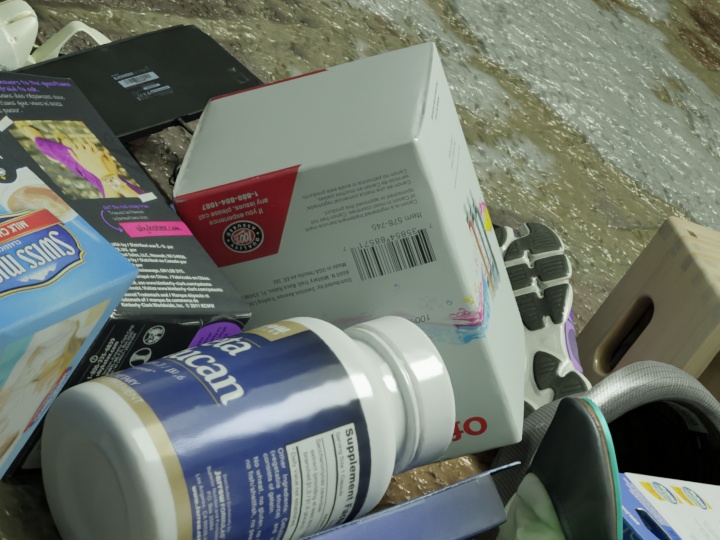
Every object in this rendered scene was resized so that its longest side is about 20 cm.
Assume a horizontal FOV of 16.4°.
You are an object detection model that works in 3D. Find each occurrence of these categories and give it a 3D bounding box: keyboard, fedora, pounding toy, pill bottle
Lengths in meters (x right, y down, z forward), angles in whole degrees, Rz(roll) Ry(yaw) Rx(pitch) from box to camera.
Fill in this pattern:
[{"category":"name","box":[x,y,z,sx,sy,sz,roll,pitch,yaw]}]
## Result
[{"category":"keyboard","box":[-0.125,-0.098,1.563,0.127,0.021,0.200,41,34,18]},{"category":"fedora","box":[0.132,0.139,1.472,0.090,0.200,0.177,15,-41,49]},{"category":"pounding toy","box":[0.256,0.044,1.706,0.184,0.200,0.142,17,30,-34]},{"category":"pill bottle","box":[-0.053,0.087,1.280,0.200,0.111,0.111,-17,53,-34]}]

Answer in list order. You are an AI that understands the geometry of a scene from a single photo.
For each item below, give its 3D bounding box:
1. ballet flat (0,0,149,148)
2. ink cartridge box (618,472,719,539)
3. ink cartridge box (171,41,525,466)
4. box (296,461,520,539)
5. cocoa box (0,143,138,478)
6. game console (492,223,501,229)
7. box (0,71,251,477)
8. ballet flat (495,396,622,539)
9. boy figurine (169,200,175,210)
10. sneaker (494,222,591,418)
[{"category":"ballet flat","box":[-0.205,-0.132,1.593,0.200,0.071,0.069,14,31,-38]},{"category":"ink cartridge box","box":[0.218,0.167,1.405,0.200,0.042,0.119,13,24,-37]},{"category":"ink cartridge box","box":[0.000,0.000,1.430,0.145,0.145,0.200,-80,154,-63]},{"category":"box","box":[-0.011,0.145,1.259,0.200,0.121,0.032,-16,81,-49]},{"category":"cocoa box","box":[-0.220,0.044,1.109,0.131,0.200,0.133,41,25,11]},{"category":"game console","box":[-0.001,-0.002,1.665,0.200,0.119,0.171,20,-3,-42]},{"category":"box","box":[-0.172,-0.001,1.342,0.106,0.122,0.200,2,40,-48]},{"category":"ballet flat","box":[0.110,0.165,1.357,0.073,0.200,0.073,-7,28,4]},{"category":"boy figurine","box":[-0.116,-0.004,1.491,0.124,0.064,0.200,39,22,2]},{"category":"sneaker","box":[0.110,0.060,1.630,0.083,0.080,0.200,68,11,-56]}]
